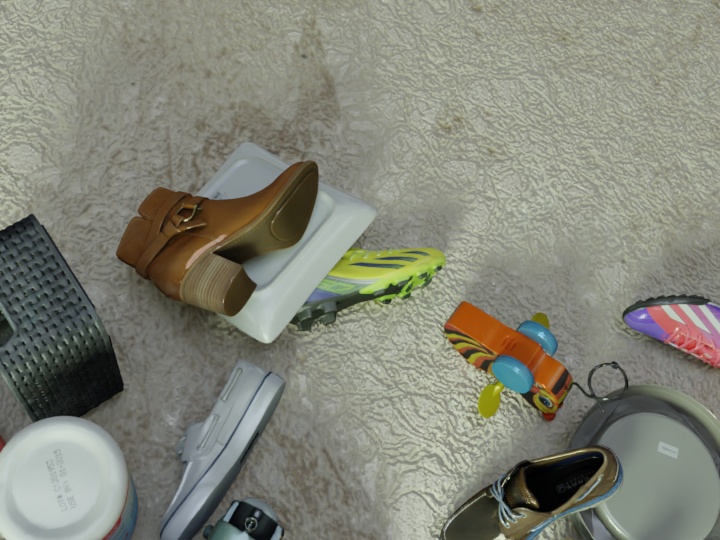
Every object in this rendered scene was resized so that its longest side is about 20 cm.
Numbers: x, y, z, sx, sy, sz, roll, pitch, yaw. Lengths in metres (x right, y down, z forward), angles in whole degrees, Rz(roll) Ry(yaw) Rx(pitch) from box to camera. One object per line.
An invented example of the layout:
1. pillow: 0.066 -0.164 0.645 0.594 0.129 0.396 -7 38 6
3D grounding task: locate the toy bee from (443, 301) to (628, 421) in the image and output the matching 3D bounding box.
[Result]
1. toy bee: 0.178 0.116 0.984 0.130 0.109 0.200 -31 50 -12

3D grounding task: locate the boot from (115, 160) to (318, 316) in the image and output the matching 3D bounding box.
1. boot: -0.146 -0.058 0.948 0.153 0.074 0.201 22 59 26

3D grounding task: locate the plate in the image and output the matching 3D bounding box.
1. plate: -0.114 -0.045 0.996 0.199 0.032 0.200 28 65 25

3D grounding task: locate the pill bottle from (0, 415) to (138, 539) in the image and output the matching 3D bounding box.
1. pill bottle: -0.250 0.204 0.804 0.107 0.200 0.110 3 66 -8

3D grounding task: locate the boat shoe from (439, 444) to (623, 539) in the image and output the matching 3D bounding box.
1. boat shoe: 0.159 0.222 0.906 0.198 0.072 0.073 -31 55 5

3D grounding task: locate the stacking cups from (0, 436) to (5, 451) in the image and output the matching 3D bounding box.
1. stacking cups: -0.407 0.119 0.894 0.060 0.061 0.201 -31 77 -21

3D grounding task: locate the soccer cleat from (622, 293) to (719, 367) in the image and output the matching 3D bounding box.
1. soccer cleat: 0.395 0.075 1.048 0.197 0.068 0.074 8 70 -9

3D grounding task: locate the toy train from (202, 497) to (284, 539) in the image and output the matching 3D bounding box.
1. toy train: -0.134 0.298 0.832 0.085 0.114 0.201 31 65 4

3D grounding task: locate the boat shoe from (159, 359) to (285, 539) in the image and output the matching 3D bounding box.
1. boat shoe: -0.148 0.177 0.913 0.065 0.074 0.201 27 55 8

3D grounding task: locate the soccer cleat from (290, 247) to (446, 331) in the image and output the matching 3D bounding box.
1. soccer cleat: 0.000 0.000 1.012 0.198 0.065 0.085 -17 68 -16

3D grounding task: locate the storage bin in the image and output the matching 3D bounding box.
1. storage bin: -0.298 0.057 0.859 0.093 0.200 0.136 -32 75 -20

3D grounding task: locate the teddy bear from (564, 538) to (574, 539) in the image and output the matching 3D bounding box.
1. teddy bear: 0.259 0.345 0.884 0.145 0.067 0.200 -42 94 20

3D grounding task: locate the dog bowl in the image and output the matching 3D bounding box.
1. dog bowl: 0.303 0.225 0.970 0.197 0.059 0.203 4 66 -9
